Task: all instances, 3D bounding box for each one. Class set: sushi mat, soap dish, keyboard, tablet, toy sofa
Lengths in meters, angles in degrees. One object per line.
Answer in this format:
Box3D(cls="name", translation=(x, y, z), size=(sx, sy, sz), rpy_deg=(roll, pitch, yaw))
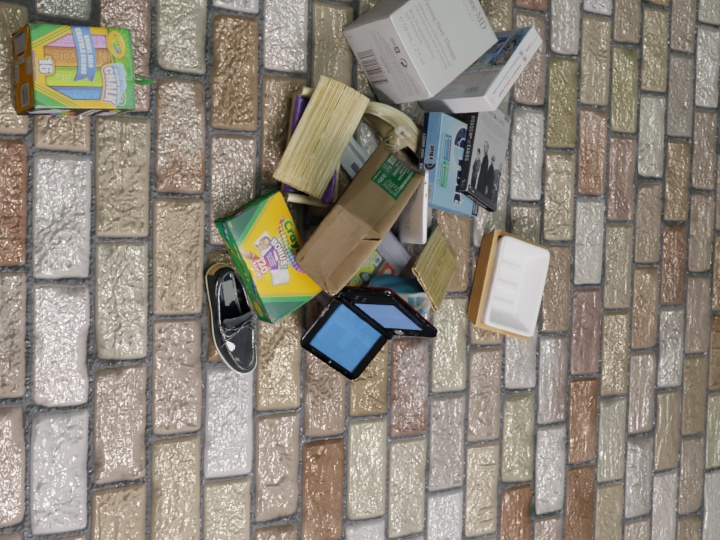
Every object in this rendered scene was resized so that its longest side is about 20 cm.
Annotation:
Box3D(cls="sushi mat", translation=(-0.067, -0.231, 1.613), size=(0.094, 0.012, 0.203), rpy_deg=(26, 87, -1))
Box3D(cls="soap dish", translation=(0.305, 0.031, 1.929), size=(0.155, 0.081, 0.204), rpy_deg=(15, 84, -32))
Box3D(cls="sushi mat", translation=(0.145, -0.007, 1.787), size=(0.097, 0.012, 0.200), rpy_deg=(62, 27, -17))
Box3D(cls="keyboard", translation=(-0.005, -0.199, 1.759), size=(0.056, 0.011, 0.200), rpy_deg=(-48, 115, -15))
Box3D(cls="tablet", translation=(0.095, -0.117, 1.721), size=(0.013, 0.200, 0.133), rpy_deg=(2, 92, -11))
Box3D(cls="toy sofa", translation=(-0.085, -0.218, 1.650), size=(0.081, 0.097, 0.204), rpy_deg=(8, 89, -26))

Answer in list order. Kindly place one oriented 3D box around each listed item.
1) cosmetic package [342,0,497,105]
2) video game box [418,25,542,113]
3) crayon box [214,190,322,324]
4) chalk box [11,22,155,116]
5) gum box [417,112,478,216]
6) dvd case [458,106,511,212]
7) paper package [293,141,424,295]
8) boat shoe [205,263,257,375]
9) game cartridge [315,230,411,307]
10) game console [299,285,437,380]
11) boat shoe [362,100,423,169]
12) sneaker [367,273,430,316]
Box3D(cls="cosmetic package", translation=(0.110, -0.435, 1.725), size=(0.200, 0.165, 0.169), rpy_deg=(-42, 113, -24))
Box3D(cls="video game box", translation=(0.228, -0.382, 1.785), size=(0.047, 0.199, 0.184), rpy_deg=(43, 72, -30))
Box3D(cls="crayon box", translation=(-0.160, -0.024, 1.640), size=(0.118, 0.058, 0.203), rpy_deg=(-32, 109, -27))
Box3D(cls="chalk box", translation=(-0.417, -0.303, 1.421), size=(0.197, 0.124, 0.127), rpy_deg=(-6, 97, -33))
Box3D(cls="gum box", translation=(0.179, -0.202, 1.810), size=(0.199, 0.044, 0.174), rpy_deg=(9, 87, -58))
Box3D(cls="dvd case", translation=(0.250, -0.235, 1.855), size=(0.150, 0.024, 0.204), rpy_deg=(23, 74, -56))
Box3D(cls="paper package", translation=(-0.002, -0.090, 1.615), size=(0.103, 0.191, 0.201), rpy_deg=(38, 48, -4))
Box3D(cls="boat shoe", translation=(-0.219, 0.087, 1.608), size=(0.074, 0.062, 0.204), rpy_deg=(-19, 104, -32))
Box3D(cls="game cartridge", translation=(0.000, 0.000, 1.759), size=(0.133, 0.041, 0.201), rpy_deg=(45, 70, -22))
Box3D(cls="game console", translation=(0.019, 0.120, 1.683), size=(0.200, 0.170, 0.121), rpy_deg=(39, 60, -49))
Box3D(cls="boat shoe", translation=(0.069, -0.255, 1.768), size=(0.198, 0.072, 0.066), rpy_deg=(30, 76, -36))
Box3D(cls="sneaker", translation=(0.076, 0.059, 1.756), size=(0.199, 0.076, 0.082), rpy_deg=(10, 112, -54))
